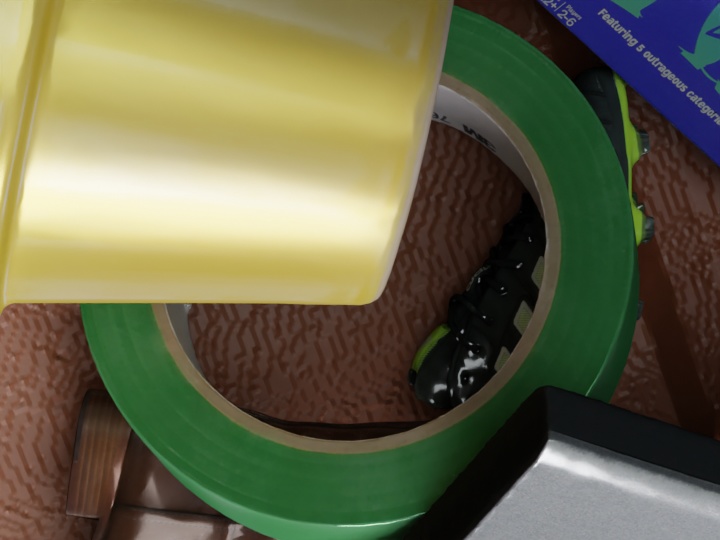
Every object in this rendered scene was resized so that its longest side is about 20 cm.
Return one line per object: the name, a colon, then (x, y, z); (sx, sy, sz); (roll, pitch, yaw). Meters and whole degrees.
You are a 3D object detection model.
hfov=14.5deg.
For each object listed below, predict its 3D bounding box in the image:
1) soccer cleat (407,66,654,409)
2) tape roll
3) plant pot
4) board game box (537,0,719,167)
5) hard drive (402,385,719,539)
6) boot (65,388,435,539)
soccer cleat: (0.063, 0.019, 1.082); (0.081, 0.068, 0.200); (8, 96, -4)
tape roll: (0.000, 0.000, 1.025); (0.200, 0.048, 0.201); (-2, 73, 7)
plant pot: (-0.073, -0.069, 0.942); (0.189, 0.201, 0.201); (13, 94, -5)
board game box: (0.172, -0.136, 1.036); (0.152, 0.045, 0.200); (39, 117, -23)
hard drive: (0.115, 0.115, 0.985); (0.200, 0.033, 0.140); (19, 134, -20)
boot: (-0.013, 0.139, 1.054); (0.200, 0.064, 0.186); (6, 93, 4)
